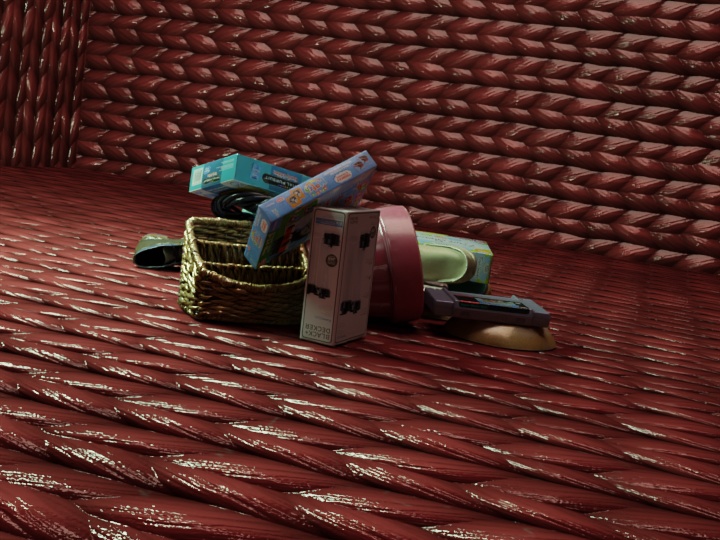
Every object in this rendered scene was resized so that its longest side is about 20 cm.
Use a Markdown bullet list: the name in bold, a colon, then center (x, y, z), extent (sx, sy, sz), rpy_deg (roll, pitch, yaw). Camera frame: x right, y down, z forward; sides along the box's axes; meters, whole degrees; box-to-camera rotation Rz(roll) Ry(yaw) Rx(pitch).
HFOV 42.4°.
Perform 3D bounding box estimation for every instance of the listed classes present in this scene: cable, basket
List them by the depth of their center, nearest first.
- **basket**: center (-0.177, 0.001, 1.468), extent (0.199, 0.150, 0.143), rpy_deg (5, 8, -26)
- **cable**: center (-0.161, -0.095, 1.573), extent (0.198, 0.051, 0.163), rpy_deg (7, -8, 5)

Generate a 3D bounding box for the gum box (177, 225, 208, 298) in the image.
- **gum box**: center (-0.255, -0.015, 1.625), extent (0.066, 0.114, 0.200), rpy_deg (9, 8, 5)

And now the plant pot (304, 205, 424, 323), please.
- **plant pot**: center (0.000, 0.000, 1.577), extent (0.178, 0.202, 0.200), rpy_deg (-9, 11, -8)

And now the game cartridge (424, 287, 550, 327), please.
- **game cartridge**: center (0.215, 0.061, 1.596), extent (0.198, 0.039, 0.130), rpy_deg (7, 4, -6)

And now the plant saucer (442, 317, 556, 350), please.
- **plant saucer**: center (0.244, 0.097, 1.614), extent (0.199, 0.036, 0.200), rpy_deg (7, 8, -1)

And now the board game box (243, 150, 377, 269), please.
- **board game box**: center (-0.077, -0.092, 1.413), extent (0.199, 0.037, 0.151), rpy_deg (-32, -15, -27)

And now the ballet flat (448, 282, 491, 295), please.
- **ballet flat**: center (0.179, 0.036, 1.950), extent (0.199, 0.069, 0.063), rpy_deg (14, -18, 23)

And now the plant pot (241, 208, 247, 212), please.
- **plant pot**: center (-0.153, -0.087, 1.866), extent (0.199, 0.202, 0.161), rpy_deg (10, 3, 16)

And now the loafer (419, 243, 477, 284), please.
- **loafer**: center (0.122, -0.013, 1.744), extent (0.199, 0.076, 0.068), rpy_deg (5, 6, 32)

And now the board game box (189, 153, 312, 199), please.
- **board game box**: center (-0.171, -0.142, 1.605), extent (0.199, 0.047, 0.151), rpy_deg (15, -13, -37)

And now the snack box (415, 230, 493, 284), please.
- **snack box**: center (0.164, -0.032, 1.903), extent (0.198, 0.068, 0.169), rpy_deg (8, 12, 1)

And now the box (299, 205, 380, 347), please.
- **box**: center (-0.030, 0.005, 1.398), extent (0.060, 0.202, 0.116), rpy_deg (10, 10, 25)

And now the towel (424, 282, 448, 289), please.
- **towel**: center (0.071, 0.025, 1.774), extent (0.198, 0.032, 0.191), rpy_deg (8, 8, 6)

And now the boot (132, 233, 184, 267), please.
- **boot**: center (-0.350, -0.027, 1.828), extent (0.198, 0.075, 0.097), rpy_deg (1, 19, 5)

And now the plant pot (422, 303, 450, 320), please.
- **plant pot**: center (0.154, 0.064, 1.790), extent (0.198, 0.028, 0.200), rpy_deg (8, 9, -1)
